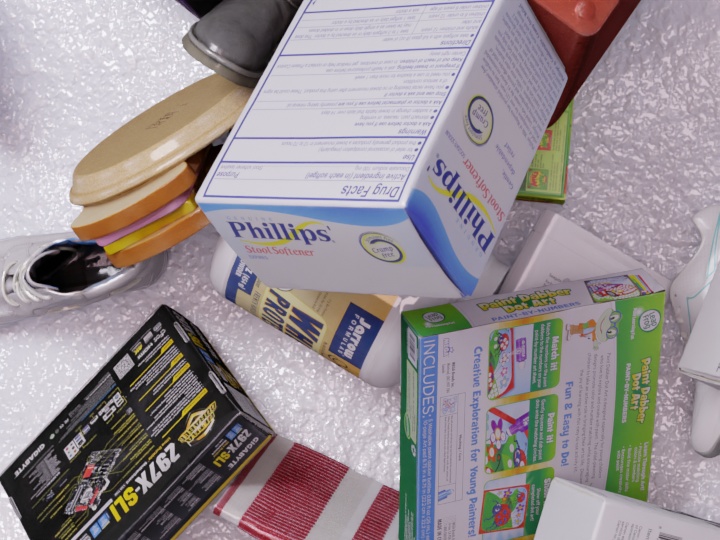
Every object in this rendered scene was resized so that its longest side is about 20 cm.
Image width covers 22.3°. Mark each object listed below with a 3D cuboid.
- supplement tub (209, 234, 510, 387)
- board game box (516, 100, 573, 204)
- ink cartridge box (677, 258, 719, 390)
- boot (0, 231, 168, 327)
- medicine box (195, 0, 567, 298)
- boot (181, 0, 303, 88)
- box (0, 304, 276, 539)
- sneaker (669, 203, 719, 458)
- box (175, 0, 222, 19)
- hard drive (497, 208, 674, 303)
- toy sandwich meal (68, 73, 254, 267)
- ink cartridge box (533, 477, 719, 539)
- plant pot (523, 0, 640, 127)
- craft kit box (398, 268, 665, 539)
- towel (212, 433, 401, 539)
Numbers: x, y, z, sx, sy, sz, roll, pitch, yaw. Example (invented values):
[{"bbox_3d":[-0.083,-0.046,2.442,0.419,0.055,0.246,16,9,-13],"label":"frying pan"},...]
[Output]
[{"bbox_3d":[0.000,0.000,1.399,0.199,0.144,0.145,30,91,6],"label":"supplement tub"},{"bbox_3d":[0.120,-0.157,1.442,0.101,0.048,0.201,5,88,6],"label":"board game box"},{"bbox_3d":[0.353,0.048,1.350,0.199,0.084,0.145,24,86,-24],"label":"ink cartridge box"},{"bbox_3d":[-0.257,0.000,1.448,0.199,0.096,0.074,-14,87,5],"label":"boot"},{"bbox_3d":[0.017,-0.092,1.259,0.181,0.103,0.201,3,56,38],"label":"medicine box"},{"bbox_3d":[-0.049,-0.244,1.350,0.072,0.182,0.200,32,113,-5],"label":"boot"},{"bbox_3d":[-0.177,0.145,1.411,0.200,0.049,0.160,-47,43,4],"label":"box"},{"bbox_3d":[0.278,0.044,1.418,0.080,0.070,0.201,12,87,22],"label":"sneaker"},{"bbox_3d":[-0.157,-0.269,1.396,0.141,0.200,0.079,42,92,6],"label":"box"},{"bbox_3d":[0.146,0.070,1.411,0.132,0.027,0.201,28,90,-28],"label":"hard drive"},{"bbox_3d":[-0.136,-0.084,1.400,0.204,0.205,0.070,-30,107,4],"label":"toy sandwich meal"},{"bbox_3d":[0.223,0.252,1.360,0.199,0.084,0.145,18,90,-23],"label":"ink cartridge box"},{"bbox_3d":[0.130,-0.245,1.323,0.200,0.176,0.200,35,85,-6],"label":"plant pot"},{"bbox_3d":[0.125,0.109,1.354,0.196,0.049,0.201,-8,118,-16],"label":"craft kit box"},{"bbox_3d":[-0.004,0.200,1.396,0.199,0.144,0.023,26,112,6],"label":"towel"}]
